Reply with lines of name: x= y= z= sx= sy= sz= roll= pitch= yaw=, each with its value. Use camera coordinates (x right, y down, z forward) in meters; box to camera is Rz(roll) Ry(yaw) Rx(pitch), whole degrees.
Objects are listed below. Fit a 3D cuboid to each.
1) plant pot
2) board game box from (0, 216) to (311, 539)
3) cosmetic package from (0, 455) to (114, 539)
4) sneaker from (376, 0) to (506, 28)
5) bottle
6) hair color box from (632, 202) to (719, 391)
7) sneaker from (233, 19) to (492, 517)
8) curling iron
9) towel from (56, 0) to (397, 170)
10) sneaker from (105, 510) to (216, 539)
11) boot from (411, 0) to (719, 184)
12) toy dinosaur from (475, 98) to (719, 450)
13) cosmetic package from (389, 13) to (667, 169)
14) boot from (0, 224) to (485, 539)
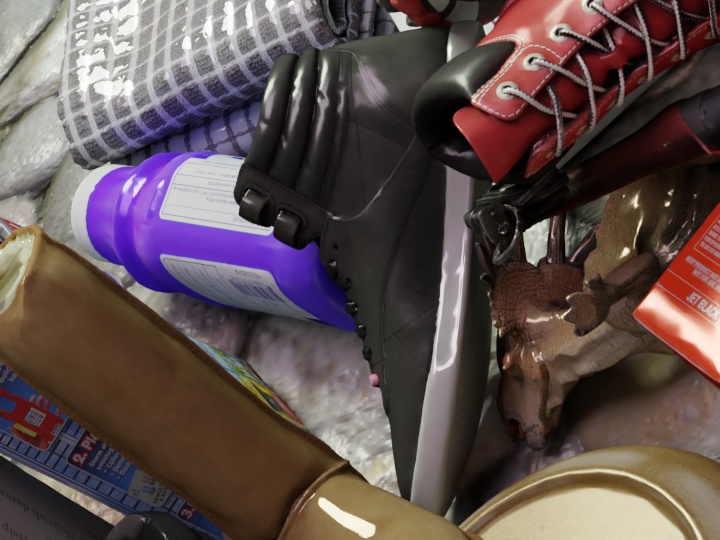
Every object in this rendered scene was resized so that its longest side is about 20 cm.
plant pot: x=0.072 y=0.149 z=1.049 sx=0.200 sy=0.027 sz=0.200 roll=-28 pitch=44 yaw=30
board game box: x=-0.135 y=0.032 z=1.212 sx=0.062 sy=0.200 sz=0.200 roll=-57 pitch=37 yaw=9
cosmetic package: x=-0.175 y=0.200 z=1.152 sx=0.167 sy=0.166 sz=0.200 roll=-37 pitch=39 yaw=20
sneaker: x=0.041 y=-0.140 z=1.115 sx=0.098 sy=0.200 sz=0.071 roll=-14 pitch=79 yaw=25
bottle: x=-0.054 y=-0.017 z=1.267 sx=0.200 sy=0.083 sz=0.065 roll=9 pitch=77 yaw=50
hair color box: x=0.199 y=-0.027 z=0.996 sx=0.200 sy=0.101 sz=0.061 roll=-51 pitch=36 yaw=1
sneaker: x=0.000 y=0.000 z=1.143 sx=0.099 sy=0.071 sz=0.201 roll=1 pitch=91 yaw=11
curling iron: x=0.115 y=-0.045 z=1.000 sx=0.200 sy=0.026 sz=0.050 roll=-24 pitch=12 yaw=37
towel: x=-0.062 y=-0.146 z=1.378 sx=0.165 sy=0.086 sz=0.200 roll=-25 pitch=45 yaw=30
sneaker: x=-0.032 y=0.157 z=1.101 sx=0.076 sy=0.079 sz=0.200 roll=-60 pitch=37 yaw=13
boot: x=0.108 y=-0.087 z=0.982 sx=0.200 sy=0.072 sz=0.144 roll=-16 pitch=27 yaw=51
toy dinosaur: x=0.118 y=-0.019 z=1.095 sx=0.200 sy=0.086 sz=0.136 roll=-46 pitch=25 yaw=-3
cosmetic package: x=0.106 y=-0.149 z=1.234 sx=0.200 sy=0.052 sz=0.151 roll=-43 pitch=35 yaw=13
boot: x=-0.054 y=0.067 z=1.059 sx=0.066 sy=0.200 sz=0.175 roll=-53 pitch=14 yaw=-10
